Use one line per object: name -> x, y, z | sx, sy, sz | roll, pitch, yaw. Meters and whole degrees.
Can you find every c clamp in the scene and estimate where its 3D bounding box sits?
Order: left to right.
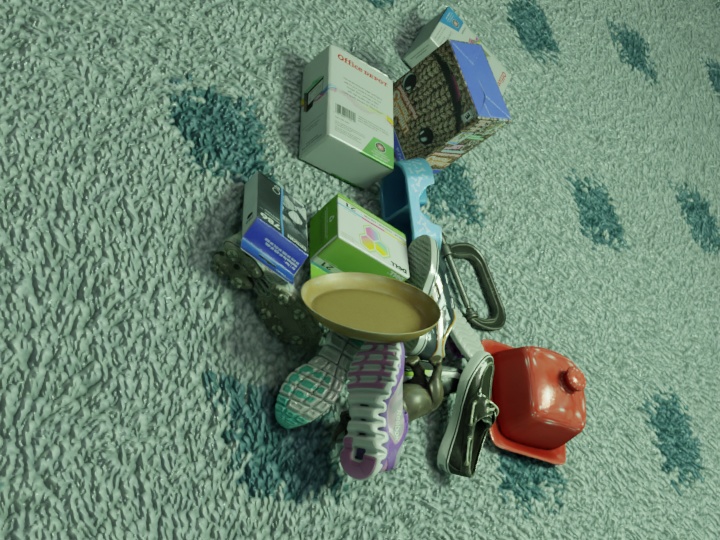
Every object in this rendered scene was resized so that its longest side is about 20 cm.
c clamp -> 0.186, 0.020, 1.785 | 0.171, 0.027, 0.200 | -7, 70, -52

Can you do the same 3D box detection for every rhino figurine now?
rhino figurine -> 0.042, 0.200, 1.460 | 0.200, 0.060, 0.088 | -27, 119, -27

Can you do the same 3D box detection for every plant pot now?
plant pot -> 0.013, 0.054, 1.407 | 0.199, 0.028, 0.200 | 8, 22, -3

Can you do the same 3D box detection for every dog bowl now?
dog bowl -> 0.079, -0.093, 1.676 | 0.049, 0.111, 0.201 | 2, 73, -29

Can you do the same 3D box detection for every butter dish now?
butter dish -> 0.316, 0.206, 1.701 | 0.199, 0.148, 0.200 | 22, 52, -35

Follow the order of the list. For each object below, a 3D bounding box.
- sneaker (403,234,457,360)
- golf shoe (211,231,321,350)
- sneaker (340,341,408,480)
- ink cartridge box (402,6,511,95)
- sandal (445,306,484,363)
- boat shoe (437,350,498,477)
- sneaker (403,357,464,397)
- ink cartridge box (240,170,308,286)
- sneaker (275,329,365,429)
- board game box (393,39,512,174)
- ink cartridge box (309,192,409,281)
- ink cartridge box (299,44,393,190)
sneaker -> 0.105, 0.047, 1.582 | 0.079, 0.078, 0.201 | 23, 66, -36
golf shoe -> -0.117, 0.021, 1.447 | 0.200, 0.078, 0.097 | 50, 35, -10
sneaker -> 0.031, 0.189, 1.384 | 0.088, 0.080, 0.201 | 17, 79, -48
ink cartridge box -> 0.197, -0.405, 2.008 | 0.200, 0.085, 0.145 | 45, 42, -16
sandal -> 0.147, 0.098, 1.681 | 0.203, 0.050, 0.082 | 57, 24, 19
boat shoe -> 0.182, 0.225, 1.566 | 0.071, 0.064, 0.200 | 36, 68, -52
sneaker -> 0.097, 0.184, 1.579 | 0.200, 0.072, 0.083 | 15, 86, -40
ink cartridge box -> -0.124, -0.065, 1.462 | 0.099, 0.039, 0.200 | 37, 23, -24
sneaker -> -0.047, 0.155, 1.431 | 0.078, 0.091, 0.200 | 34, 63, 16
board game box -> 0.145, -0.289, 1.796 | 0.097, 0.200, 0.160 | -4, 68, -45
ink cartridge box -> 0.000, 0.000, 1.542 | 0.148, 0.076, 0.200 | 30, 35, -28
ink cartridge box -> -0.022, -0.260, 1.701 | 0.145, 0.084, 0.200 | 24, 51, -33
